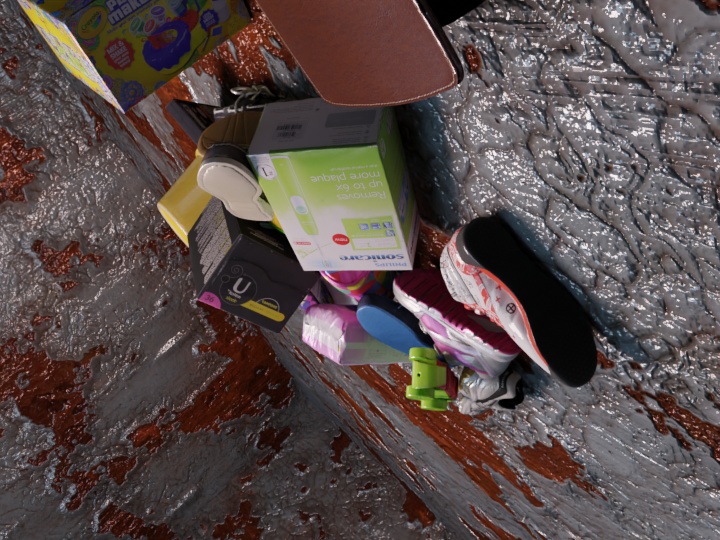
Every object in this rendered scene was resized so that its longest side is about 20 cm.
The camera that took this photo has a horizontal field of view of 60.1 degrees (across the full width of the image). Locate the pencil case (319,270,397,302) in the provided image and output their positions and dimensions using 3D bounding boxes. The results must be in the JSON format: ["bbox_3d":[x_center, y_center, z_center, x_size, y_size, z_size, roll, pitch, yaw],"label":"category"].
[{"bbox_3d":[0.000,0.000,0.898,0.088,0.089,0.200,42,178,20],"label":"pencil case"}]

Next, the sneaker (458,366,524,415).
[{"bbox_3d":[0.194,0.182,0.911,0.087,0.076,0.200,19,164,19],"label":"sneaker"}]

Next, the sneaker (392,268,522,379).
[{"bbox_3d":[0.115,0.073,0.808,0.200,0.081,0.089,39,138,33],"label":"sneaker"}]

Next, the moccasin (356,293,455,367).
[{"bbox_3d":[0.071,0.078,0.904,0.080,0.069,0.199,-15,141,41],"label":"moccasin"}]

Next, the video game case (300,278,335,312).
[{"bbox_3d":[-0.076,0.031,1.159,0.182,0.036,0.201,54,-165,-24],"label":"video game case"}]

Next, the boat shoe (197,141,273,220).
[{"bbox_3d":[-0.137,-0.110,0.724,0.071,0.060,0.200,5,170,5],"label":"boat shoe"}]

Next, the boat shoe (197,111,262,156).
[{"bbox_3d":[-0.109,-0.159,0.792,0.198,0.075,0.069,-2,155,18],"label":"boat shoe"}]

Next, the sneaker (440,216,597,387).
[{"bbox_3d":[0.165,0.038,0.675,0.202,0.067,0.108,51,165,3],"label":"sneaker"}]

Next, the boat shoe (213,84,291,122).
[{"bbox_3d":[-0.150,-0.226,0.882,0.198,0.073,0.069,3,105,55],"label":"boat shoe"}]

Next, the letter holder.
[{"bbox_3d":[0.016,-0.206,0.451,0.143,0.101,0.199,54,163,-25],"label":"letter holder"}]

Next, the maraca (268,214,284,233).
[{"bbox_3d":[-0.102,-0.122,0.881,0.199,0.139,0.107,18,-175,34],"label":"maraca"}]

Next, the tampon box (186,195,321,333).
[{"bbox_3d":[-0.174,-0.026,0.989,0.149,0.127,0.201,28,-161,-32],"label":"tampon box"}]

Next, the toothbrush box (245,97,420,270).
[{"bbox_3d":[-0.021,-0.092,0.711,0.144,0.087,0.201,0,144,16],"label":"toothbrush box"}]

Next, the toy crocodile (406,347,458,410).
[{"bbox_3d":[0.106,0.153,0.860,0.061,0.068,0.200,0,159,20],"label":"toy crocodile"}]

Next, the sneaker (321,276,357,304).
[{"bbox_3d":[-0.031,-0.007,1.113,0.084,0.073,0.201,-28,96,38],"label":"sneaker"}]

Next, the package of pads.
[{"bbox_3d":[0.019,0.100,0.986,0.198,0.077,0.120,5,-169,-35],"label":"package of pads"}]

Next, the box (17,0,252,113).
[{"bbox_3d":[-0.279,-0.325,0.759,0.192,0.200,0.123,36,160,38],"label":"box"}]

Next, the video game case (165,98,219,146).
[{"bbox_3d":[-0.210,-0.195,1.030,0.200,0.025,0.181,49,-165,-2],"label":"video game case"}]

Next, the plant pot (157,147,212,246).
[{"bbox_3d":[-0.283,-0.137,1.217,0.201,0.189,0.201,44,163,17],"label":"plant pot"}]
